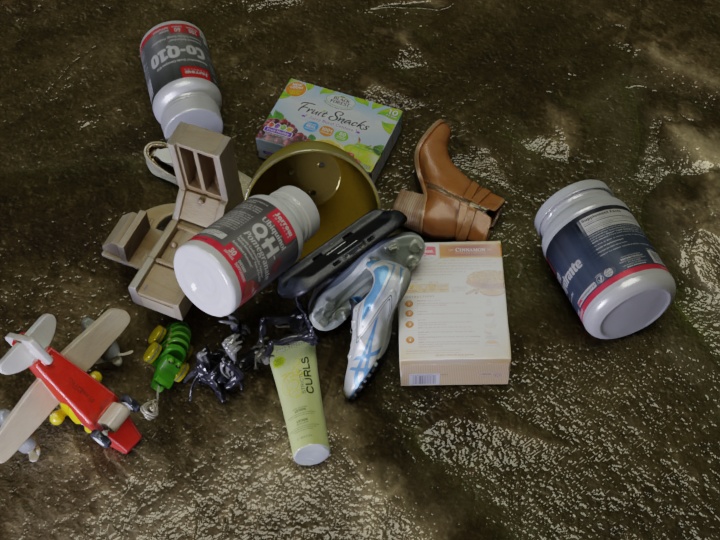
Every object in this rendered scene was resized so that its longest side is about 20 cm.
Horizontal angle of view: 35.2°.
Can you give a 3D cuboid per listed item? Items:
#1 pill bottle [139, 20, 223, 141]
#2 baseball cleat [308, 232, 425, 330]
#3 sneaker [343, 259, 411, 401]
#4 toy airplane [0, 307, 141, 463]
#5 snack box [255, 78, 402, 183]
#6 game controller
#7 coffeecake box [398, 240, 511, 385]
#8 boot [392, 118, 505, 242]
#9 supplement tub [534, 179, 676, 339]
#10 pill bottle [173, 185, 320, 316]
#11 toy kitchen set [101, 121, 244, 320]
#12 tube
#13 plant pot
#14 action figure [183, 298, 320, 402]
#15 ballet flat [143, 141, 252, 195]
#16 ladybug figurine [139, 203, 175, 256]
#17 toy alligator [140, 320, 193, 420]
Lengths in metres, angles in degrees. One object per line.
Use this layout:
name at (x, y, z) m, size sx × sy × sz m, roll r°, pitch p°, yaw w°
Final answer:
pill bottle at (-0.289, -0.300, 1.849) m, size 0.113 × 0.114 × 0.201 m, roll -13°, pitch 56°, yaw -9°
baseball cleat at (0.000, 0.000, 1.622) m, size 0.200 × 0.070 × 0.107 m, roll -36°, pitch 27°, yaw 7°
sneaker at (0.010, 0.080, 1.562) m, size 0.072 × 0.072 × 0.201 m, roll 20°, pitch 99°, yaw 11°
toy airplane at (-0.399, 0.153, 1.520) m, size 0.199 × 0.141 × 0.200 m, roll -2°, pitch 80°, yaw -26°
snack box at (-0.049, -0.220, 1.828) m, size 0.199 × 0.053 × 0.143 m, roll 18°, pitch 56°, yaw 13°
game controller at (-0.025, -0.023, 1.569) m, size 0.200 × 0.042 × 0.104 m, roll -36°, pitch 20°, yaw -18°
coffeecake box at (0.130, 0.059, 1.619) m, size 0.153 × 0.073 × 0.201 m, roll -1°, pitch 55°, yaw 2°
boot at (0.150, -0.134, 1.750) m, size 0.155 × 0.077 × 0.200 m, roll 16°, pitch 59°, yaw 14°
supplement tub at (0.347, -0.016, 1.628) m, size 0.140 × 0.141 × 0.200 m, roll -17°, pitch 56°, yaw -11°
pill bottle at (-0.147, -0.034, 1.533) m, size 0.111 × 0.111 × 0.200 m, roll 32°, pitch 48°, yaw 21°
toy kitchen set at (-0.282, -0.078, 1.568) m, size 0.163 × 0.181 × 0.200 m, roll 19°, pitch 59°, yaw 14°
tube at (-0.084, 0.170, 1.561) m, size 0.058 × 0.052 × 0.200 m, roll 11°, pitch 44°, yaw -26°
plant pot at (-0.076, -0.114, 1.691) m, size 0.199 × 0.201 × 0.142 m, roll -5°, pitch 29°, yaw -3°
action figure at (-0.163, 0.102, 1.567) m, size 0.199 × 0.102 × 0.119 m, roll -26°, pitch 38°, yaw -2°
ballet flat at (-0.253, -0.150, 1.774) m, size 0.199 × 0.062 × 0.068 m, roll 19°, pitch 72°, yaw 14°
ladybug figurine at (-0.253, -0.030, 1.686) m, size 0.199 × 0.072 × 0.136 m, roll 18°, pitch 58°, yaw 12°
toy alligator at (-0.260, 0.123, 1.557) m, size 0.059 × 0.054 × 0.200 m, roll 36°, pitch 27°, yaw -20°
